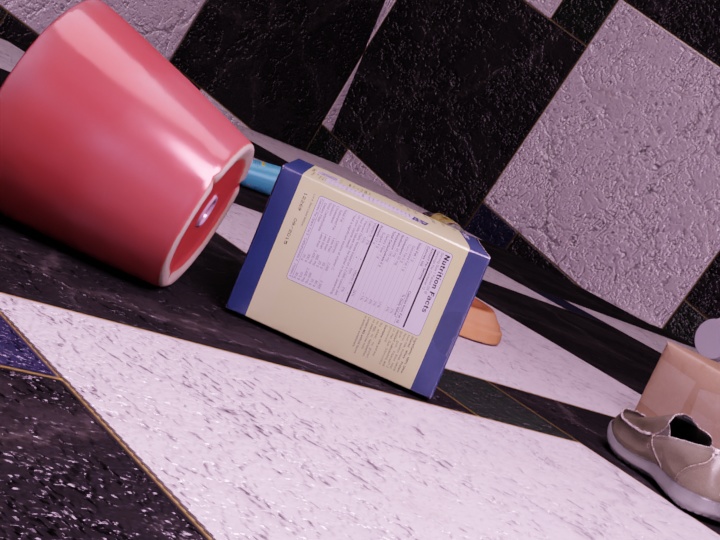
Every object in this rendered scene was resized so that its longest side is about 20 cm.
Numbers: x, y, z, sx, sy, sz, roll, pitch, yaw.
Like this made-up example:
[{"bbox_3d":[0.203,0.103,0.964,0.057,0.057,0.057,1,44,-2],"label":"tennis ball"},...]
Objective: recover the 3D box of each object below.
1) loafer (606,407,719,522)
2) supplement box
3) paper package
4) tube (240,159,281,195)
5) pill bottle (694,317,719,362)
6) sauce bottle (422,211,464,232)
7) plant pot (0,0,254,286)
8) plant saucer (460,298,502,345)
[{"bbox_3d":[0.301,0.169,1.268,0.074,0.071,0.200,21,8,-21],"label":"loafer"},{"bbox_3d":[0.000,0.000,1.240,0.197,0.136,0.200,24,7,-1],"label":"supplement box"},{"bbox_3d":[0.440,0.183,1.516,0.189,0.105,0.200,22,6,-28],"label":"paper package"},{"bbox_3d":[-0.228,-0.173,2.191,0.197,0.051,0.077,17,1,-17],"label":"tube"},{"bbox_3d":[0.805,0.163,2.893,0.199,0.114,0.112,16,10,-47],"label":"pill bottle"},{"bbox_3d":[0.159,-0.083,2.734,0.064,0.066,0.200,21,8,-18],"label":"sauce bottle"},{"bbox_3d":[-0.197,-0.093,1.118,0.176,0.202,0.200,33,7,3],"label":"plant pot"},{"bbox_3d":[0.094,0.036,1.716,0.198,0.038,0.200,23,7,-3],"label":"plant saucer"}]
